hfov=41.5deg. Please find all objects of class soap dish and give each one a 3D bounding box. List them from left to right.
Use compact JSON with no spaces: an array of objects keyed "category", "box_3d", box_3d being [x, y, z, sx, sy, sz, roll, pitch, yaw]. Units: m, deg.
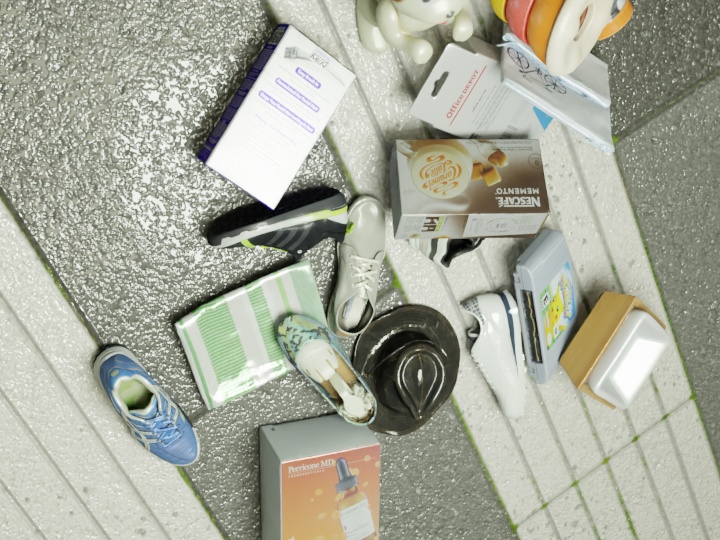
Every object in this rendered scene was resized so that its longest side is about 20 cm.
[{"category":"soap dish","box_3d":[0.392,0.123,1.461,0.159,0.081,0.199,-57,146,3]}]

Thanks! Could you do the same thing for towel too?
[{"category":"towel","box_3d":[-0.139,0.089,1.283,0.197,0.023,0.155,-23,118,-12]}]

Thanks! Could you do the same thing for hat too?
[{"category":"hat","box_3d":[0.078,0.158,1.375,0.197,0.081,0.205,-7,109,-22]}]

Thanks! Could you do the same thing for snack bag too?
[{"category":"snack bag","box_3d":[0.260,-0.260,1.258,0.187,0.202,0.021,30,132,-15]}]

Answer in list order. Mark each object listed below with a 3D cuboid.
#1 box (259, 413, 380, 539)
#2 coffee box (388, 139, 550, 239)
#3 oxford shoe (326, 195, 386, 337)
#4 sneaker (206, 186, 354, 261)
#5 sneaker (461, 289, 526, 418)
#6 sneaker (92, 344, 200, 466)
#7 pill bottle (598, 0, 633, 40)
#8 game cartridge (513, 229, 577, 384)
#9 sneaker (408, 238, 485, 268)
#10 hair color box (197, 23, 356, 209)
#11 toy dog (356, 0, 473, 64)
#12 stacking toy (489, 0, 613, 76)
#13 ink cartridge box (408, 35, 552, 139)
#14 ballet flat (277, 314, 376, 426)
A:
[{"category":"box","box_3d":[-0.059,0.322,1.352,0.149,0.106,0.204,-7,111,-20]},{"category":"coffee box","box_3d":[0.141,-0.107,1.266,0.196,0.080,0.117,0,67,-6]},{"category":"oxford shoe","box_3d":[0.000,0.000,1.307,0.074,0.058,0.204,9,100,-21]},{"category":"sneaker","box_3d":[-0.099,-0.044,1.240,0.196,0.072,0.084,-15,115,-14]},{"category":"sneaker","box_3d":[0.202,0.131,1.432,0.079,0.076,0.204,-13,104,-9]},{"category":"sneaker","box_3d":[-0.276,0.190,1.238,0.075,0.077,0.201,-40,118,-8]},{"category":"pill bottle","box_3d":[0.288,-0.407,1.275,0.106,0.106,0.200,-46,117,-3]},{"category":"game cartridge","box_3d":[0.281,0.050,1.418,0.133,0.040,0.203,-45,130,-46]},{"category":"sneaker","box_3d":[0.167,-0.071,1.335,0.198,0.080,0.074,-35,136,-8]},{"category":"hair color box","box_3d":[-0.106,-0.194,1.196,0.108,0.065,0.202,32,93,-25]},{"category":"toy dog","box_3d":[0.072,-0.352,1.139,0.137,0.200,0.197,-15,108,-8]},{"category":"stacking toy","box_3d":[0.211,-0.352,1.214,0.146,0.198,0.147,-44,154,-28]},{"category":"ink cartridge box","box_3d":[0.163,-0.238,1.275,0.197,0.067,0.117,17,123,-26]},{"category":"ballet flat","box_3d":[-0.038,0.140,1.295,0.074,0.074,0.200,-44,120,-4]}]
